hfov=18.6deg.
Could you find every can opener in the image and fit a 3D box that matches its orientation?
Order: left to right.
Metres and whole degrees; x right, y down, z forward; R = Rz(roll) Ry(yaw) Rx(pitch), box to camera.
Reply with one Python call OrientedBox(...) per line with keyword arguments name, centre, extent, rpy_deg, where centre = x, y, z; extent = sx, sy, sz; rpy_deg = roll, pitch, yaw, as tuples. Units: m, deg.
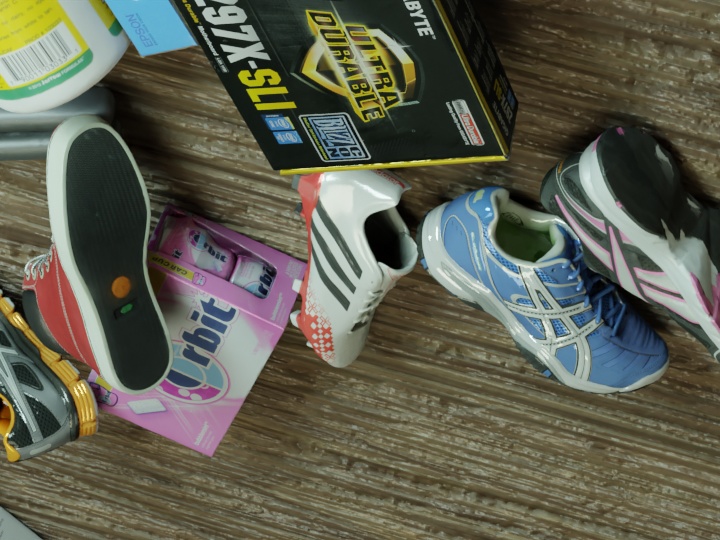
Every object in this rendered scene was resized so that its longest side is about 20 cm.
OrientedBox(name="can opener", centre=(-0.265, -0.113, 1.537), extent=(0.198, 0.067, 0.054), rpy_deg=(-2, 137, 5))

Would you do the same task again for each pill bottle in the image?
OrientedBox(name="pill bottle", centre=(-0.233, -0.205, 1.364), extent=(0.112, 0.113, 0.200), rpy_deg=(-8, 133, 30))

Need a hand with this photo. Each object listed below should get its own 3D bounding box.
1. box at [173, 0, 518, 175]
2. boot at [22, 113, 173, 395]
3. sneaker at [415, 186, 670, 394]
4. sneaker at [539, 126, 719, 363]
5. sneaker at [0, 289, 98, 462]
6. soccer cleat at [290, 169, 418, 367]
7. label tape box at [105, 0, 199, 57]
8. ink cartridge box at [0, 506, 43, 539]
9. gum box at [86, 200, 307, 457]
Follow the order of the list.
OrientedBox(name="box", centre=(-0.010, -0.137, 1.304), extent=(0.158, 0.050, 0.200), rpy_deg=(-1, 145, 22))
OrientedBox(name="boot", centre=(-0.206, -0.021, 1.542), extent=(0.144, 0.072, 0.201), rpy_deg=(22, 128, 50))
OrientedBox(name="sneaker", centre=(0.133, 0.015, 1.486), extent=(0.199, 0.076, 0.077), rpy_deg=(32, 143, -16))
OrientedBox(name="sneaker", centre=(0.195, -0.013, 1.445), extent=(0.086, 0.080, 0.200), rpy_deg=(-15, 122, 50))
OrientedBox(name="sneaker", centre=(-0.287, 0.071, 1.680), extent=(0.200, 0.077, 0.079), rpy_deg=(37, 146, 31))
OrientedBox(name="soccer cleat", centre=(0.000, 0.000, 1.529), extent=(0.085, 0.069, 0.201), rpy_deg=(21, 137, 22))
OrientedBox(name="label tape box", centre=(-0.074, -0.215, 1.325), extent=(0.199, 0.064, 0.145), rpy_deg=(-7, 135, 28))
OrientedBox(name="ink cartridge box", centre=(-0.310, 0.318, 2.001), extent=(0.145, 0.085, 0.200), rpy_deg=(-25, 121, 40))
OrientedBox(name="gum box", centre=(-0.124, 0.044, 1.631), extent=(0.113, 0.066, 0.200), rpy_deg=(24, 140, -6))
